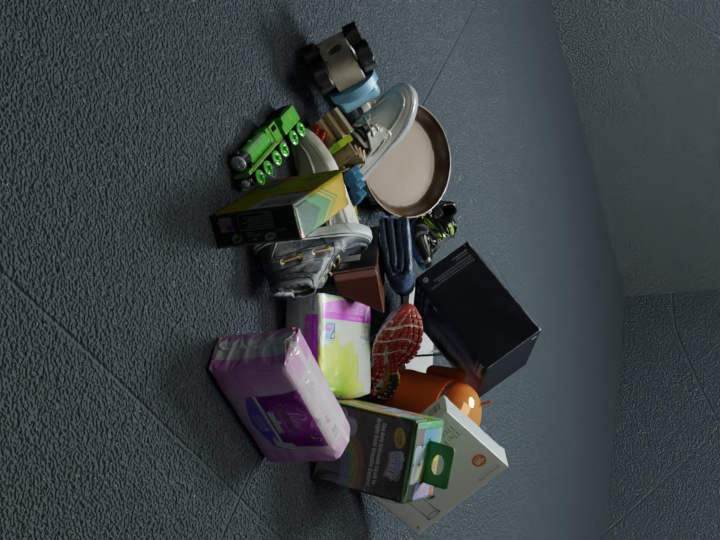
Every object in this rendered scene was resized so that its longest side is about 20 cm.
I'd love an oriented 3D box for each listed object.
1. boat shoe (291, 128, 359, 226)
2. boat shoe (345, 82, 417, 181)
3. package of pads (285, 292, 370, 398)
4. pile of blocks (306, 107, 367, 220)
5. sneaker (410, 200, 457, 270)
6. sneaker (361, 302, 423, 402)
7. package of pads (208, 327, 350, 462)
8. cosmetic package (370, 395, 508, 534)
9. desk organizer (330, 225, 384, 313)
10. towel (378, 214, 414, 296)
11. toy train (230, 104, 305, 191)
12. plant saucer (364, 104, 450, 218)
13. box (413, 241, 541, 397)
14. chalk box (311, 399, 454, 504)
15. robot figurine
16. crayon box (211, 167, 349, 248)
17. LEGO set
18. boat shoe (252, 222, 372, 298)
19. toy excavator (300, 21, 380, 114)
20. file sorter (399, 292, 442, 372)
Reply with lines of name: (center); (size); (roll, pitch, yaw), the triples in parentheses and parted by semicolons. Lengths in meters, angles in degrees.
boat shoe: (-0.067, -0.115, 1.549); (0.068, 0.072, 0.201); (-27, 102, -28)
boat shoe: (0.016, -0.220, 1.647); (0.071, 0.200, 0.070); (48, 21, 19)
package of pads: (-0.045, 0.118, 1.534); (0.200, 0.068, 0.155); (12, 77, -66)
pile of blocks: (-0.035, -0.152, 1.609); (0.062, 0.082, 0.201); (-43, 123, -55)
sneaker: (0.145, -0.079, 1.998); (0.200, 0.082, 0.071); (-66, 142, -48)
sneaker: (0.039, 0.124, 1.652); (0.082, 0.077, 0.200); (-103, -149, -45)
package of pads: (-0.102, 0.166, 1.338); (0.076, 0.120, 0.201); (-70, 145, -44)
cosmetic package: (0.113, 0.316, 1.639); (0.151, 0.200, 0.052); (41, 19, -21)
desk organizer: (0.000, 0.000, 1.596); (0.200, 0.071, 0.077); (-85, 165, -70)
towel: (0.061, -0.022, 1.657); (0.200, 0.048, 0.112); (66, 19, -80)
toy train: (-0.132, -0.178, 1.450); (0.057, 0.042, 0.200); (62, 30, -21)
plant saucer: (0.074, -0.191, 1.765); (0.199, 0.032, 0.201); (0, 89, -37)
box: (0.194, 0.091, 1.756); (0.199, 0.123, 0.200); (51, -12, 18)
chalk box: (0.049, 0.274, 1.532); (0.124, 0.199, 0.125); (16, 85, -66)
robot figurine: (0.117, 0.235, 1.715); (0.144, 0.199, 0.117); (-25, 120, -54)
crayon box: (-0.099, -0.088, 1.393); (0.200, 0.126, 0.051); (-43, 124, -60)
LEGO set: (0.062, -0.188, 1.850); (0.153, 0.116, 0.201); (-23, 104, -35)
boat shoe: (-0.059, -0.011, 1.457); (0.199, 0.071, 0.091); (-6, 72, -37)
toy excavator: (-0.014, -0.302, 1.658); (0.200, 0.100, 0.195); (60, 5, -41)
file sorter: (0.158, 0.134, 1.931); (0.139, 0.124, 0.201); (40, 50, -57)
